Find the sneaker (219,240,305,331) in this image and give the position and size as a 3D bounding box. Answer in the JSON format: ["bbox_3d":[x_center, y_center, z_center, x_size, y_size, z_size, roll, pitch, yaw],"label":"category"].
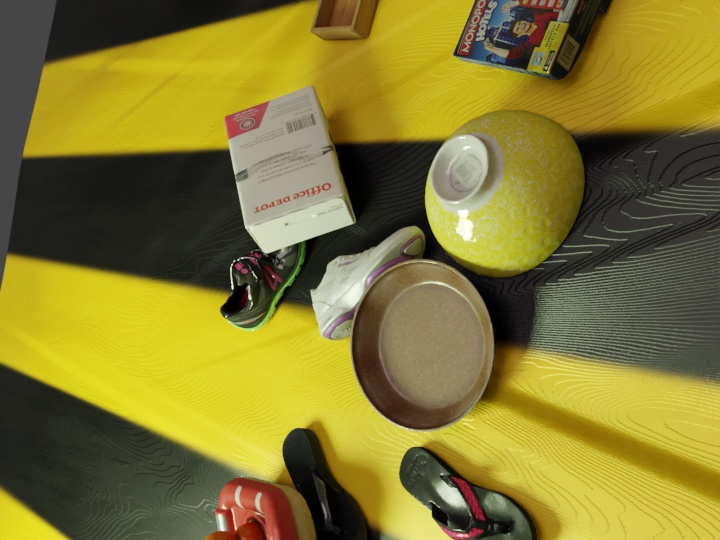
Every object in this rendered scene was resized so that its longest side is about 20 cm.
[{"bbox_3d":[-0.145,-0.002,1.135,0.076,0.083,0.202,32,100,43],"label":"sneaker"}]

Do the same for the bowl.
[{"bbox_3d":[0.142,-0.101,0.877,0.199,0.107,0.203,-15,67,40],"label":"bowl"}]

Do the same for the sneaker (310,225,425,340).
[{"bbox_3d":[0.000,0.000,1.003,0.200,0.074,0.100,-44,52,25],"label":"sneaker"}]

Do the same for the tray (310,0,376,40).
[{"bbox_3d":[-0.007,-0.456,1.170,0.098,0.037,0.203,14,87,45],"label":"tray"}]

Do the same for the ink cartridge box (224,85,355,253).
[{"bbox_3d":[-0.102,-0.145,1.096,0.143,0.085,0.202,-18,61,4],"label":"ink cartridge box"}]

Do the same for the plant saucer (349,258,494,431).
[{"bbox_3d":[0.077,0.089,0.915,0.198,0.036,0.203,-3,85,36],"label":"plant saucer"}]

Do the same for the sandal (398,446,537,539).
[{"bbox_3d":[0.106,0.262,0.849,0.199,0.045,0.076,25,95,44],"label":"sandal"}]

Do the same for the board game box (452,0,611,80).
[{"bbox_3d":[0.200,-0.335,0.921,0.199,0.061,0.202,28,97,45],"label":"board game box"}]

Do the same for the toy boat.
[{"bbox_3d":[-0.144,0.346,0.974,0.199,0.130,0.132,-9,92,51],"label":"toy boat"}]

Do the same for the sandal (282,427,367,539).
[{"bbox_3d":[-0.059,0.294,0.996,0.076,0.043,0.200,-54,48,17],"label":"sandal"}]
